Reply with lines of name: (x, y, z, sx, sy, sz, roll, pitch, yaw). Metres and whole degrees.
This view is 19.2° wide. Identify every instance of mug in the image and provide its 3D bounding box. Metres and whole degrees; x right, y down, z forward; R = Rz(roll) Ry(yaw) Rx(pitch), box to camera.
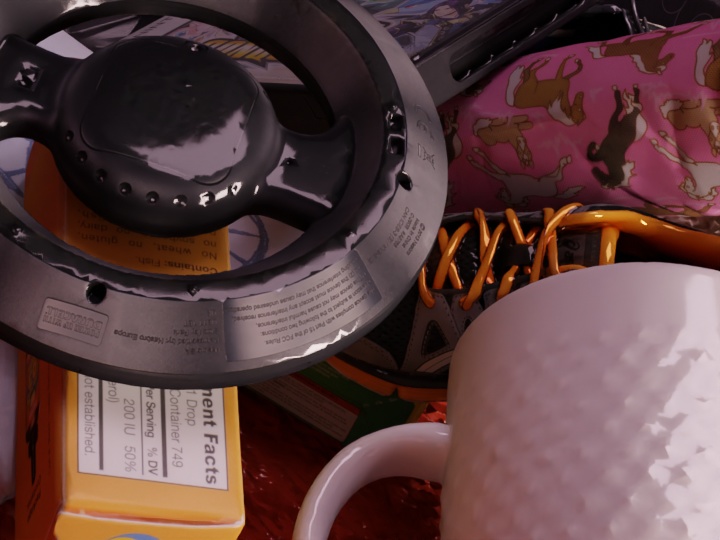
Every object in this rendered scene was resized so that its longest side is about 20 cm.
mug: (0.074, 0.108, 0.741, 0.199, 0.148, 0.176, 6, 52, -2)

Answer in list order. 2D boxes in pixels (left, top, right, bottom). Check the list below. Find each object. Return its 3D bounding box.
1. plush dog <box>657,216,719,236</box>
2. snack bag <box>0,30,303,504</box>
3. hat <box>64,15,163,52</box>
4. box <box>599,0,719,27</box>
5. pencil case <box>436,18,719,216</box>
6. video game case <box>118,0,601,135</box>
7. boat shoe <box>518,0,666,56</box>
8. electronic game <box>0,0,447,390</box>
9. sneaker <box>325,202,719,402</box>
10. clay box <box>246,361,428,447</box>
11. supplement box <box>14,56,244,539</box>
plush dog: (0.143, 0.010, 0.923, 0.159, 0.201, 0.172, 7, 39, -23)
snack bag: (-0.137, -0.015, 0.812, 0.188, 0.021, 0.200, 37, 48, 11)
hat: (-0.139, -0.144, 0.992, 0.200, 0.202, 0.081, 5, -8, -40)
box: (0.191, -0.088, 1.156, 0.106, 0.123, 0.200, 10, 22, -37)
pencil case: (0.091, -0.051, 0.859, 0.083, 0.199, 0.087, -48, 123, -46)
video game case: (-0.007, -0.106, 0.917, 0.199, 0.026, 0.180, 7, 31, 44)
boat shoe: (0.113, -0.090, 1.008, 0.199, 0.075, 0.062, 5, -4, -43)
electronic game: (-0.067, -0.045, 0.732, 0.199, 0.042, 0.201, 7, 52, -9)
sneaker: (0.068, 0.005, 0.813, 0.199, 0.077, 0.079, 4, 59, 1)
clay box: (0.000, 0.000, 0.940, 0.115, 0.048, 0.200, 31, 27, 5)
supplement box: (-0.083, 0.021, 0.744, 0.068, 0.067, 0.201, 10, 49, -16)
